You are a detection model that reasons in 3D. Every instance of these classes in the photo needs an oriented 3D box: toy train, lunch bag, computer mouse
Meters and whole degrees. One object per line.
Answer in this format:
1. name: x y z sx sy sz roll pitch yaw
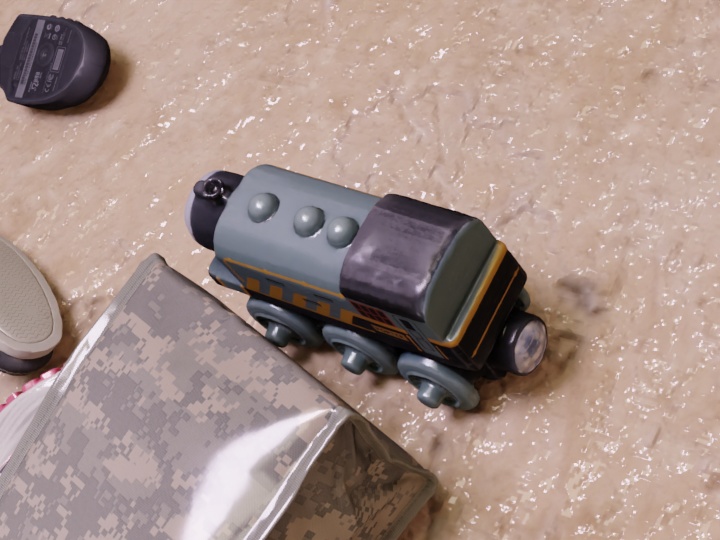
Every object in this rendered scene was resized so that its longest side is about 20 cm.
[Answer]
1. toy train: 0.000 0.000 1.116 0.199 0.114 0.086 19 71 36
2. lunch bag: -0.089 0.125 1.081 0.164 0.118 0.200 35 86 37
3. computer mouse: -0.224 -0.135 1.386 0.199 0.034 0.059 15 86 40

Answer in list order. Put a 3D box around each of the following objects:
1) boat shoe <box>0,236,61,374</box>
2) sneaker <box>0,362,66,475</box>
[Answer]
1. boat shoe: -0.244 0.007 1.283 0.200 0.072 0.068 35 121 32
2. sneaker: -0.173 0.112 1.176 0.200 0.081 0.075 -38 78 3
